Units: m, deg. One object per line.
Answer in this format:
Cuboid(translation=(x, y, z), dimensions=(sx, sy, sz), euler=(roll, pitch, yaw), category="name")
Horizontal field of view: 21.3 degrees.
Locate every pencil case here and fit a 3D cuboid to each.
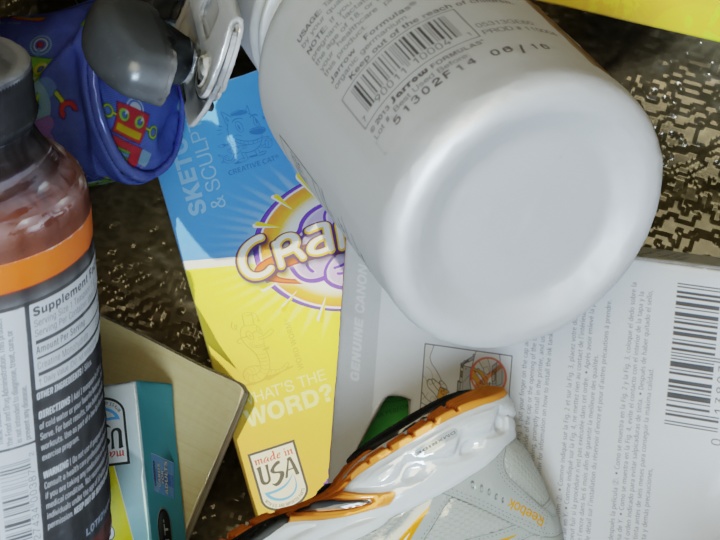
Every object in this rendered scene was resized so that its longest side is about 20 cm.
Cuboid(translation=(-0.178, -0.078, 0.855), dimensions=(0.199, 0.078, 0.087), euler=(0, 91, 22), category="pencil case")

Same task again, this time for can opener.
Cuboid(translation=(-0.088, -0.135, 0.807), dimensions=(0.067, 0.054, 0.200), euler=(11, 35, -24), category="can opener")

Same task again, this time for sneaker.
Cuboid(translation=(-0.008, 0.130, 0.738), dimensions=(0.199, 0.076, 0.092), euler=(-32, 91, -5), category="sneaker")

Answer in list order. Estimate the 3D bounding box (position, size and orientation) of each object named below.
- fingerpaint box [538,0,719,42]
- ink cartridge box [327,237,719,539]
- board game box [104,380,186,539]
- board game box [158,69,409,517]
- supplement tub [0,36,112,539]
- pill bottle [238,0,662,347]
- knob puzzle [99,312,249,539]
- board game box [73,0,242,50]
Cuboid(translation=(0.182, -0.150, 0.808), dimensions=(0.199, 0.167, 0.074), euler=(14, 119, 9), category="fingerpaint box")
Cuboid(translation=(0.074, 0.087, 0.792), dimensions=(0.175, 0.045, 0.201), euler=(8, 99, 24), category="ink cartridge box")
Cuboid(translation=(-0.146, 0.155, 0.804), dimensions=(0.150, 0.047, 0.201), euler=(-9, 83, 14), category="board game box")
Cuboid(translation=(0.000, 0.000, 0.857), dimensions=(0.152, 0.040, 0.201), euler=(-19, 75, 2), category="board game box")
Cuboid(translation=(-0.148, 0.018, 0.699), dimensions=(0.106, 0.107, 0.201), euler=(3, 115, 7), category="supplement tub")
Cuboid(translation=(0.023, -0.069, 0.755), dimensions=(0.114, 0.115, 0.200), euler=(-34, 41, -2), category="pill bottle")
Cuboid(translation=(-0.167, 0.095, 0.855), dimensions=(0.218, 0.030, 0.221), euler=(-1, 85, 14), category="knob puzzle")
Cuboid(translation=(-0.054, -0.183, 0.914), dimensions=(0.199, 0.028, 0.136), euler=(-31, 75, -2), category="board game box")
